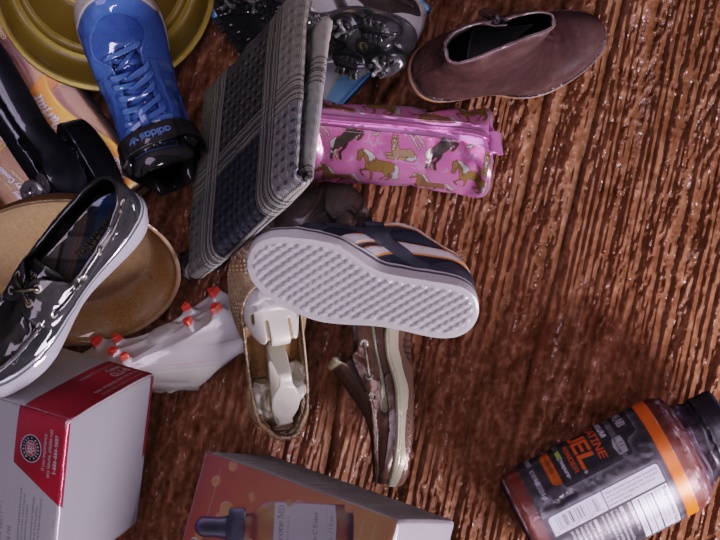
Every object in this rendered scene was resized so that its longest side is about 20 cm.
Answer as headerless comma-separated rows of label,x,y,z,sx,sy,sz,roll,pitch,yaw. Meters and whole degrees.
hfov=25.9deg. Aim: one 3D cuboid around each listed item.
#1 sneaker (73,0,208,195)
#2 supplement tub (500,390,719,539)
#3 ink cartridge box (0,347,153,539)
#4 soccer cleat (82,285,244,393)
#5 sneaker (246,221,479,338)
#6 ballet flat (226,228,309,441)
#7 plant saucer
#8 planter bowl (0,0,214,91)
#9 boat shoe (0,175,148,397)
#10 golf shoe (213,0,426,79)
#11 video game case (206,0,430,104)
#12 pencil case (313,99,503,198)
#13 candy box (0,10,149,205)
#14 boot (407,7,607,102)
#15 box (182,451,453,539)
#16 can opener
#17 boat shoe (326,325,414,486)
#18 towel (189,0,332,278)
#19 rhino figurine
sneaker,-0.181,-0.144,1.313,0.076,0.201,0.112,-19,57,-7
supplement tub,0.228,0.180,1.351,0.199,0.107,0.108,-28,88,1
ink cartridge box,-0.299,0.145,1.315,0.198,0.145,0.147,14,107,18
soccer cleat,-0.182,0.085,1.390,0.199,0.070,0.078,-24,121,10
sneaker,0.000,0.000,1.312,0.198,0.080,0.079,16,120,-13
ballet flat,-0.071,0.061,1.342,0.070,0.065,0.202,-15,122,-12
plant saucer,-0.255,-0.007,1.354,0.198,0.201,0.036,-8,52,2
planter bowl,-0.223,-0.264,1.355,0.198,0.083,0.202,1,81,-8
boat shoe,-0.246,0.008,1.230,0.068,0.057,0.201,31,77,24
golf shoe,-0.035,-0.221,1.377,0.199,0.095,0.078,17,131,22
video game case,-0.056,-0.252,1.416,0.200,0.018,0.143,43,90,2
pencil case,0.022,-0.111,1.368,0.198,0.087,0.084,6,113,-4
candy box,-0.291,-0.123,1.403,0.115,0.055,0.201,-36,88,1
boot,0.141,-0.188,1.322,0.198,0.166,0.073,-17,90,-12
box,-0.045,0.254,1.320,0.199,0.106,0.154,14,89,31
can opener,-0.291,-0.128,1.351,0.201,0.079,0.063,52,133,0
boat shoe,0.007,0.088,1.379,0.074,0.075,0.204,1,77,-5
towel,-0.085,-0.113,1.311,0.034,0.192,0.202,18,57,-26
rhino figurine,-0.082,-0.028,1.384,0.198,0.088,0.060,-12,129,3
